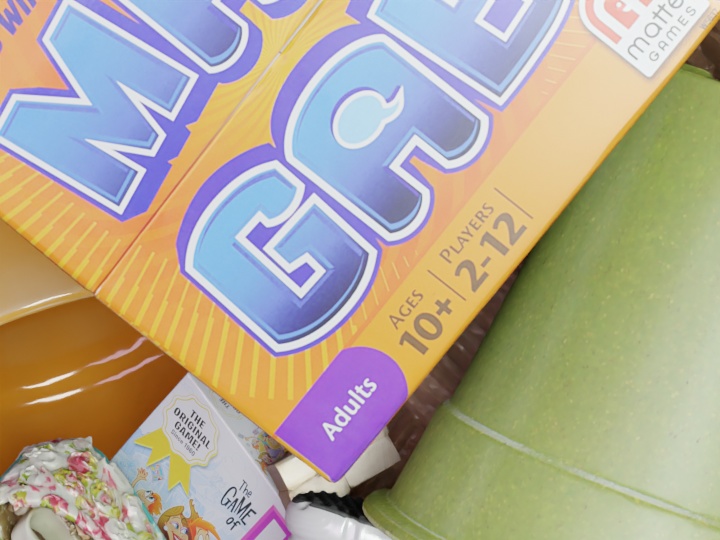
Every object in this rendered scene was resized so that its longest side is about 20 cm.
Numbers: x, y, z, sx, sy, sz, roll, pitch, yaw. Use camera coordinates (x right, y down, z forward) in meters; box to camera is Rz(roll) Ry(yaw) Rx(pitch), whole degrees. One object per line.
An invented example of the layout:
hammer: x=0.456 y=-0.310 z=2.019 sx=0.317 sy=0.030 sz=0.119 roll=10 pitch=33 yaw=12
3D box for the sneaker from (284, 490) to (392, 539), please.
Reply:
sneaker: x=0.058 y=0.146 z=1.098 sx=0.199 sy=0.074 sz=0.081 roll=17 pitch=91 yaw=-4

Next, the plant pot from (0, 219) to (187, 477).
plant pot: x=-0.145 y=-0.024 z=1.207 sx=0.200 sy=0.200 sz=0.184 roll=-35 pitch=63 yaw=30

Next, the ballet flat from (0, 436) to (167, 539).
ballet flat: x=-0.085 y=0.154 z=1.152 sx=0.200 sy=0.064 sz=0.076 roll=50 pitch=126 yaw=15

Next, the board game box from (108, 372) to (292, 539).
board game box: x=-0.037 y=0.153 z=1.178 sx=0.200 sy=0.034 sz=0.135 roll=52 pitch=126 yaw=14

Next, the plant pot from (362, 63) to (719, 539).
plant pot: x=0.125 y=0.030 z=1.058 sx=0.199 sy=0.200 sz=0.191 roll=21 pitch=93 yaw=27

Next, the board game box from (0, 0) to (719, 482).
board game box: x=-0.014 y=-0.090 z=0.993 sx=0.200 sy=0.200 sz=0.200 roll=38 pitch=105 yaw=-4

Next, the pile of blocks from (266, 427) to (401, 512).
pile of blocks: x=0.000 y=0.000 z=1.152 sx=0.082 sy=0.062 sz=0.201 roll=25 pitch=80 yaw=-7
